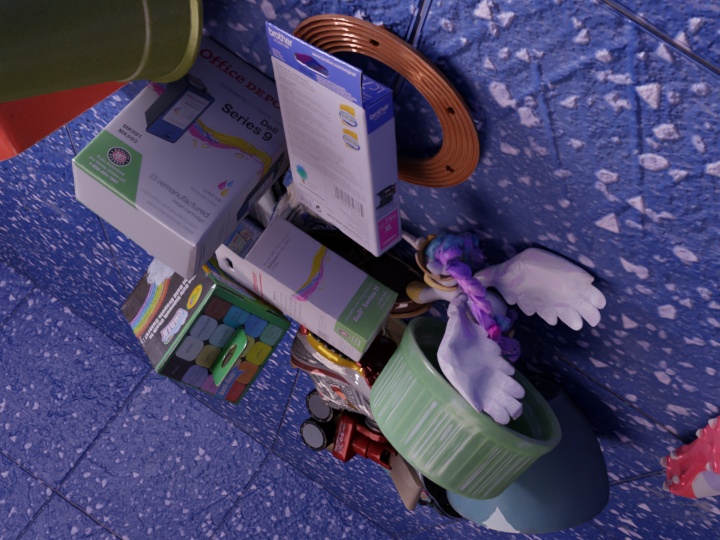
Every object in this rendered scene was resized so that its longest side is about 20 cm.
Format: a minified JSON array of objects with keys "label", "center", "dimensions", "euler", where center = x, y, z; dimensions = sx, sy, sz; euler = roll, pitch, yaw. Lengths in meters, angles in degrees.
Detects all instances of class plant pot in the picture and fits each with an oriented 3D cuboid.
[{"label":"plant pot","center":[0.202,0.209,1.038],"dimensions":[0.200,0.200,0.135],"euler":[12,112,47]},{"label":"plant pot","center":[-0.377,-0.246,0.934],"dimensions":[0.200,0.200,0.176],"euler":[4,131,54]},{"label":"plant pot","center":[-0.270,-0.224,0.710],"dimensions":[0.200,0.190,0.200],"euler":[29,137,31]}]

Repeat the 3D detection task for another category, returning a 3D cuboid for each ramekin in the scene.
[{"label":"ramekin","center":[0.106,0.149,0.908],"dimensions":[0.200,0.098,0.200],"euler":[32,-163,-11]}]

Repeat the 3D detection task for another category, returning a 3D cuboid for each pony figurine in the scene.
[{"label":"pony figurine","center":[0.120,0.037,0.847],"dimensions":[0.193,0.167,0.200],"euler":[39,175,12]}]

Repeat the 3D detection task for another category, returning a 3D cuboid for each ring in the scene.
[{"label":"ring","center":[0.021,-0.149,0.751],"dimensions":[0.200,0.019,0.201],"euler":[30,159,13]}]

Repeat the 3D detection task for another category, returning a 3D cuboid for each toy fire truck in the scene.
[{"label":"toy fire truck","center":[0.026,0.195,1.092],"dimensions":[0.200,0.129,0.176],"euler":[27,121,25]}]

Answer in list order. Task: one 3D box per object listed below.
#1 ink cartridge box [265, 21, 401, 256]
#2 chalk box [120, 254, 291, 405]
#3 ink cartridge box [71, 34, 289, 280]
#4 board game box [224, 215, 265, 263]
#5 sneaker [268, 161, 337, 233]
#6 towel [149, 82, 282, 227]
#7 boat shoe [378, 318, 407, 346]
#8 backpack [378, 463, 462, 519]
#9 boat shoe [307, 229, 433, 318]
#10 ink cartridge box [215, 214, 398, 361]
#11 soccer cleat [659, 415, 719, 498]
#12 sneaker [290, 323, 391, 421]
[{"label":"ink cartridge box","center":[-0.020,-0.117,0.738],"dimensions":[0.119,0.042,0.200],"euler":[36,152,33]},{"label":"chalk box","center":[-0.177,0.066,1.002],"dimensions":[0.124,0.125,0.200],"euler":[31,-173,-40]},{"label":"ink cartridge box","center":[-0.164,-0.116,0.845],"dimensions":[0.145,0.200,0.088],"euler":[36,152,2]},{"label":"board game box","center":[-0.210,-0.080,1.116],"dimensions":[0.200,0.062,0.200],"euler":[36,-179,-37]},{"label":"sneaker","center":[-0.045,-0.073,0.937],"dimensions":[0.085,0.077,0.200],"euler":[31,159,0]},{"label":"towel","center":[-0.166,-0.122,1.025],"dimensions":[0.192,0.035,0.200],"euler":[34,165,18]},{"label":"boat shoe","center":[-0.009,0.079,1.183],"dimensions":[0.200,0.063,0.073],"euler":[33,125,19]},{"label":"backpack","center":[0.108,0.247,1.231],"dimensions":[0.150,0.178,0.200],"euler":[18,159,33]},{"label":"boat shoe","center":[0.000,0.000,1.021],"dimensions":[0.200,0.070,0.070],"euler":[17,156,40]},{"label":"ink cartridge box","center":[-0.063,0.011,0.945],"dimensions":[0.200,0.067,0.117],"euler":[33,163,5]},{"label":"soccer cleat","center":[0.386,0.197,0.883],"dimensions":[0.076,0.067,0.200],"euler":[5,153,-6]},{"label":"sneaker","center":[-0.001,0.137,1.020],"dimensions":[0.200,0.078,0.082],"euler":[41,124,13]}]
